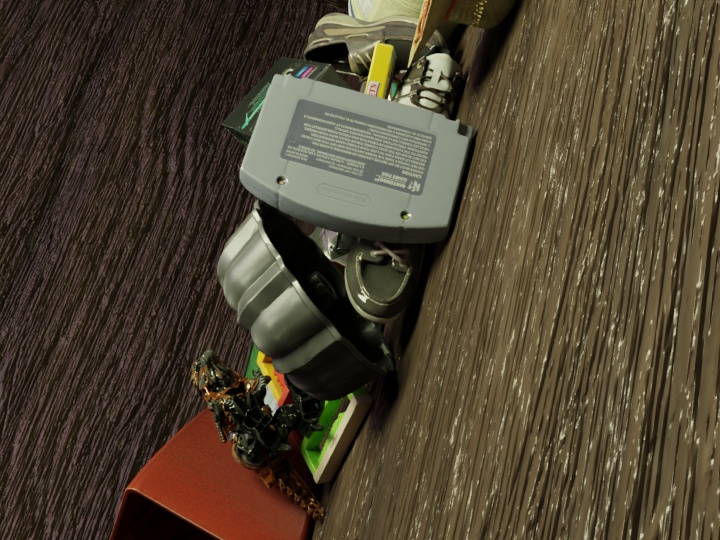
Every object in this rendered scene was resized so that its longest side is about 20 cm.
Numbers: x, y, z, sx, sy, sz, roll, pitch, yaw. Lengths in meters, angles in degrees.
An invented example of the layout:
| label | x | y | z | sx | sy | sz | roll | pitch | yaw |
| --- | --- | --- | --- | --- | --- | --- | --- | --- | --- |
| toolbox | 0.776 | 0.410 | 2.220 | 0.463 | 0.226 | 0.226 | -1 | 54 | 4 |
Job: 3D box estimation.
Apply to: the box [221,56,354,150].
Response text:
| label | x | y | z | sx | sy | sz | roll | pitch | yaw |
| --- | --- | --- | --- | --- | --- | --- | --- | --- | --- |
| box | -0.061 | -0.166 | 1.393 | 0.125 | 0.148 | 0.200 | -48 | 25 | -5 |

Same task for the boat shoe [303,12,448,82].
| label | x | y | z | sx | sy | sz | roll | pitch | yaw |
| --- | --- | --- | --- | --- | --- | --- | --- | --- | --- |
| boat shoe | 0.015 | -0.256 | 1.349 | 0.074 | 0.198 | 0.075 | -55 | -44 | -27 |

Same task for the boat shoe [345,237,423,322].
| label | x | y | z | sx | sy | sz | roll | pitch | yaw |
| --- | --- | --- | --- | --- | --- | --- | --- | --- | --- |
| boat shoe | 0.029 | -0.034 | 1.076 | 0.201 | 0.066 | 0.058 | -74 | 1 | -52 |

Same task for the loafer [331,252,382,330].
| label | x | y | z | sx | sy | sz | roll | pitch | yaw |
| --- | --- | --- | --- | --- | --- | --- | --- | --- | --- |
| loafer | 0.000 | 0.000 | 1.248 | 0.073 | 0.071 | 0.202 | 118 | 170 | -50 |

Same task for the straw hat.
| label | x | y | z | sx | sy | sz | roll | pitch | yaw |
| --- | --- | --- | --- | --- | --- | --- | --- | --- | --- |
| straw hat | 0.113 | -0.284 | 1.093 | 0.201 | 0.084 | 0.205 | -163 | 90 | -88 |

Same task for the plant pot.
| label | x | y | z | sx | sy | sz | roll | pitch | yaw |
| --- | --- | --- | --- | --- | --- | --- | --- | --- | --- |
| plant pot | -0.149 | 0.266 | 1.267 | 0.177 | 0.198 | 0.201 | -62 | 0 | -42 |

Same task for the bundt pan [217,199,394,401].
| label | x | y | z | sx | sy | sz | roll | pitch | yaw |
| --- | --- | --- | --- | --- | --- | --- | --- | --- | --- |
| bundt pan | -0.058 | 0.037 | 1.040 | 0.075 | 0.202 | 0.202 | -39 | 14 | 10 |

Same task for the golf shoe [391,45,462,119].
| label | x | y | z | sx | sy | sz | roll | pitch | yaw |
| --- | --- | --- | --- | --- | --- | --- | --- | --- | --- |
| golf shoe | 0.068 | -0.186 | 1.213 | 0.201 | 0.077 | 0.096 | -86 | 18 | -63 |

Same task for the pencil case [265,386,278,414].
| label | x | y | z | sx | sy | sz | roll | pitch | yaw |
| --- | --- | --- | --- | --- | --- | --- | --- | --- | --- |
| pencil case | -0.088 | 0.162 | 1.414 | 0.083 | 0.090 | 0.202 | -31 | 29 | 37 |

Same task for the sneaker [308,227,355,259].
| label | x | y | z | sx | sy | sz | roll | pitch | yaw |
| --- | --- | --- | --- | --- | --- | --- | --- | --- | --- |
| sneaker | -0.019 | -0.058 | 1.427 | 0.091 | 0.075 | 0.203 | -39 | 37 | 58 |

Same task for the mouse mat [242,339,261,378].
| label | x | y | z | sx | sy | sz | roll | pitch | yaw |
| --- | --- | --- | --- | --- | --- | --- | --- | --- | --- |
| mouse mat | -0.117 | 0.191 | 1.458 | 0.201 | 0.007 | 0.163 | 67 | -153 | -45 |

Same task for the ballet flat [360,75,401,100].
| label | x | y | z | sx | sy | sz | roll | pitch | yaw |
| --- | --- | --- | --- | --- | --- | --- | --- | --- | --- |
| ballet flat | 0.027 | -0.220 | 1.438 | 0.200 | 0.067 | 0.074 | -134 | 39 | -80 |

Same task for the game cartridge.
| label | x | y | z | sx | sy | sz | roll | pitch | yaw |
| --- | --- | --- | --- | --- | --- | --- | --- | --- | --- |
| game cartridge | -0.004 | -0.099 | 1.035 | 0.041 | 0.197 | 0.135 | 100 | -173 | -61 |

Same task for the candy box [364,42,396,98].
| label | x | y | z | sx | sy | sz | roll | pitch | yaw |
| --- | --- | --- | --- | --- | --- | --- | --- | --- | --- |
| candy box | 0.007 | -0.147 | 1.258 | 0.102 | 0.026 | 0.204 | -36 | -41 | -83 |

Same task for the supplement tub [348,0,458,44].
| label | x | y | z | sx | sy | sz | roll | pitch | yaw |
| --- | --- | --- | --- | --- | --- | --- | --- | --- | --- |
| supplement tub | 0.074 | -0.360 | 1.361 | 0.200 | 0.143 | 0.147 | 123 | 165 | -62 |

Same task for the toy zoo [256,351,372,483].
| label | x | y | z | sx | sy | sz | roll | pitch | yaw |
| --- | --- | --- | --- | --- | --- | --- | --- | --- | --- |
| toy zoo | -0.059 | 0.103 | 1.191 | 0.201 | 0.020 | 0.132 | 59 | 139 | 35 |

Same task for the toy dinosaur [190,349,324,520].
| label | x | y | z | sx | sy | sz | roll | pitch | yaw |
| --- | --- | --- | --- | --- | --- | --- | --- | --- | --- |
| toy dinosaur | -0.099 | 0.162 | 1.169 | 0.103 | 0.199 | 0.136 | -56 | 4 | -39 |
